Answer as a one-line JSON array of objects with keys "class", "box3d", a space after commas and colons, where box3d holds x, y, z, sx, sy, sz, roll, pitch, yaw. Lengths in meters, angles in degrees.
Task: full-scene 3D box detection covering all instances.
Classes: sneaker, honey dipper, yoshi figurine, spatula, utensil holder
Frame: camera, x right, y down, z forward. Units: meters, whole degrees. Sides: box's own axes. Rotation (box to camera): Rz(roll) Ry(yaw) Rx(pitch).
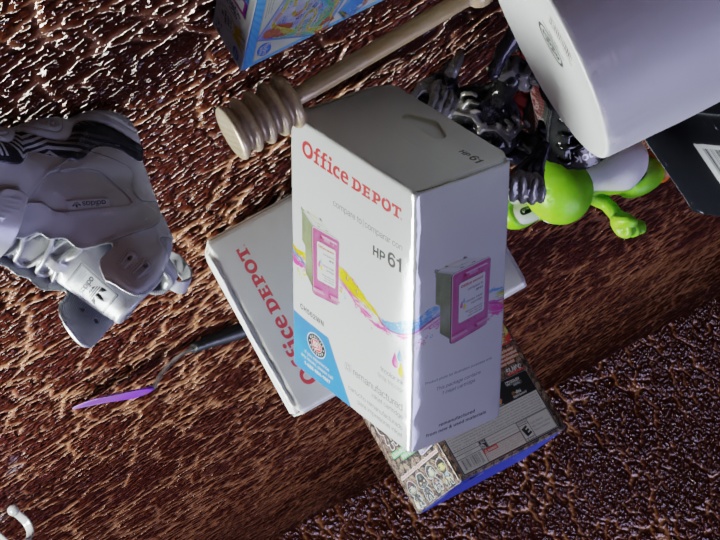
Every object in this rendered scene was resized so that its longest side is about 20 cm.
[{"class": "sneaker", "box3d": [-0.177, -0.017, 1.129, 0.199, 0.115, 0.075, -18, 163, -48]}, {"class": "honey dipper", "box3d": [0.002, -0.134, 1.305, 0.199, 0.038, 0.038, -32, 169, -13]}, {"class": "yoshi figurine", "box3d": [0.218, -0.088, 1.895, 0.199, 0.113, 0.112, -25, 151, -20]}, {"class": "sneaker", "box3d": [0.158, -0.131, 1.557, 0.071, 0.098, 0.201, -28, 167, -6]}, {"class": "spatula", "box3d": [-0.156, 0.080, 1.815, 0.199, 0.021, 0.056, -28, -179, -25]}, {"class": "utensil holder", "box3d": [0.197, -0.183, 1.270, 0.199, 0.171, 0.170, -28, 168, -3]}]

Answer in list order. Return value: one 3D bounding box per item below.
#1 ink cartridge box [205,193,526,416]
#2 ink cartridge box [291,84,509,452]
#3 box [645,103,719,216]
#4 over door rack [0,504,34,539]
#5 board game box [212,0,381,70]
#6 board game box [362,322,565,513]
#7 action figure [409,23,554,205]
[{"class": "ink cartridge box", "box3d": [0.000, 0.000, 1.564, 0.199, 0.146, 0.083, -29, 179, -9]}, {"class": "ink cartridge box", "box3d": [0.024, -0.004, 1.402, 0.084, 0.144, 0.201, -18, 124, -32]}, {"class": "box", "box3d": [0.347, -0.145, 1.616, 0.198, 0.123, 0.200, -45, -156, -16]}, {"class": "over door rack", "box3d": [-0.401, 0.300, 1.959, 0.147, 0.067, 0.200, -36, -172, 20]}, {"class": "board game box", "box3d": [-0.004, -0.184, 1.075, 0.134, 0.034, 0.200, -28, 168, -17]}, {"class": "board game box", "box3d": [0.087, 0.123, 2.175, 0.159, 0.201, 0.097, -21, 166, -37]}, {"class": "action figure", "box3d": [0.092, -0.110, 1.441, 0.102, 0.118, 0.200, -63, -176, -39]}]
